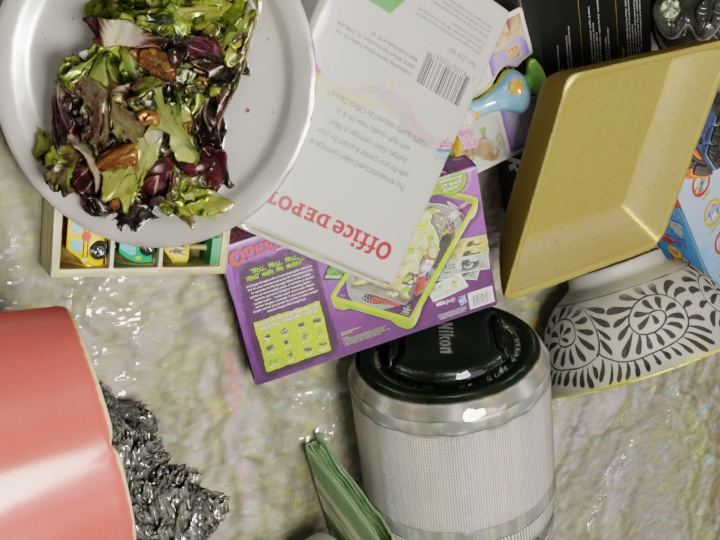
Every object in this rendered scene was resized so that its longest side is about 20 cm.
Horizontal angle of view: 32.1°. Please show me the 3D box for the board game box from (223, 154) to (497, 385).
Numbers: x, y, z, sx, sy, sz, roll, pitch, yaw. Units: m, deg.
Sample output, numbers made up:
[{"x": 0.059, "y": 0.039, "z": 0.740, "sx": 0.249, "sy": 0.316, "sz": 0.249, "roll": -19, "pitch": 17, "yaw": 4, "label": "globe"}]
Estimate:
[{"x": 0.000, "y": 0.000, "z": 0.927, "sx": 0.197, "sy": 0.032, "sz": 0.121, "roll": -17, "pitch": 123, "yaw": -10, "label": "board game box"}]

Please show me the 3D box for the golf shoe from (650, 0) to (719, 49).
[{"x": 0.284, "y": -0.284, "z": 1.086, "sx": 0.088, "sy": 0.076, "sz": 0.203, "roll": 79, "pitch": 25, "yaw": -80, "label": "golf shoe"}]

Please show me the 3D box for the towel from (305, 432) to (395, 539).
[{"x": 0.013, "y": 0.244, "z": 1.004, "sx": 0.023, "sy": 0.153, "sz": 0.202, "roll": -24, "pitch": 124, "yaw": -15, "label": "towel"}]

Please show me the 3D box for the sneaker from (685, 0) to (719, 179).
[{"x": 0.305, "y": -0.169, "z": 1.147, "sx": 0.075, "sy": 0.078, "sz": 0.202, "roll": 35, "pitch": 67, "yaw": -19, "label": "sneaker"}]

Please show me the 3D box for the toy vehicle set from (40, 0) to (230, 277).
[{"x": -0.137, "y": -0.096, "z": 0.805, "sx": 0.123, "sy": 0.026, "sz": 0.203, "roll": -3, "pitch": 109, "yaw": -30, "label": "toy vehicle set"}]

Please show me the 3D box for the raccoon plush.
[{"x": -0.179, "y": 0.131, "z": 0.800, "sx": 0.199, "sy": 0.133, "sz": 0.098, "roll": 31, "pitch": 88, "yaw": -44, "label": "raccoon plush"}]

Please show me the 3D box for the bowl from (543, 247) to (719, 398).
[{"x": 0.240, "y": 0.038, "z": 1.120, "sx": 0.199, "sy": 0.200, "sz": 0.095, "roll": -18, "pitch": 88, "yaw": -34, "label": "bowl"}]

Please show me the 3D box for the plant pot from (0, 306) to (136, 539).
[{"x": -0.226, "y": 0.111, "z": 0.683, "sx": 0.175, "sy": 0.200, "sz": 0.203, "roll": -17, "pitch": 119, "yaw": -18, "label": "plant pot"}]

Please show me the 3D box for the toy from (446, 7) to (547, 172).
[{"x": 0.057, "y": -0.102, "z": 0.940, "sx": 0.198, "sy": 0.047, "sz": 0.116, "roll": -29, "pitch": 124, "yaw": -13, "label": "toy"}]

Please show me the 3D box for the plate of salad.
[{"x": -0.124, "y": -0.112, "z": 0.718, "sx": 0.048, "sy": 0.197, "sz": 0.203, "roll": -48, "pitch": 152, "yaw": -77, "label": "plate of salad"}]

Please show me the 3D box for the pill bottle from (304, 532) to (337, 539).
[{"x": -0.086, "y": 0.295, "z": 0.962, "sx": 0.199, "sy": 0.116, "sz": 0.118, "roll": -29, "pitch": 124, "yaw": -28, "label": "pill bottle"}]

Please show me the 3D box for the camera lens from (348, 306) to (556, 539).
[{"x": 0.077, "y": 0.140, "z": 1.007, "sx": 0.159, "sy": 0.159, "sz": 0.202, "roll": -25, "pitch": 122, "yaw": -31, "label": "camera lens"}]

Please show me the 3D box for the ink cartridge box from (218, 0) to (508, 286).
[{"x": -0.012, "y": -0.109, "z": 0.810, "sx": 0.144, "sy": 0.087, "sz": 0.202, "roll": 22, "pitch": 90, "yaw": -41, "label": "ink cartridge box"}]

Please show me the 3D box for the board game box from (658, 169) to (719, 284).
[{"x": 0.372, "y": -0.090, "z": 1.241, "sx": 0.200, "sy": 0.056, "sz": 0.197, "roll": -48, "pitch": 131, "yaw": -16, "label": "board game box"}]

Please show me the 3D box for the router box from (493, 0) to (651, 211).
[{"x": 0.179, "y": -0.160, "z": 1.048, "sx": 0.148, "sy": 0.051, "sz": 0.202, "roll": -27, "pitch": 123, "yaw": -28, "label": "router box"}]

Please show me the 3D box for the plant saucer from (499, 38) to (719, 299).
[{"x": 0.191, "y": -0.091, "z": 1.000, "sx": 0.198, "sy": 0.048, "sz": 0.202, "roll": -17, "pitch": 134, "yaw": -36, "label": "plant saucer"}]
